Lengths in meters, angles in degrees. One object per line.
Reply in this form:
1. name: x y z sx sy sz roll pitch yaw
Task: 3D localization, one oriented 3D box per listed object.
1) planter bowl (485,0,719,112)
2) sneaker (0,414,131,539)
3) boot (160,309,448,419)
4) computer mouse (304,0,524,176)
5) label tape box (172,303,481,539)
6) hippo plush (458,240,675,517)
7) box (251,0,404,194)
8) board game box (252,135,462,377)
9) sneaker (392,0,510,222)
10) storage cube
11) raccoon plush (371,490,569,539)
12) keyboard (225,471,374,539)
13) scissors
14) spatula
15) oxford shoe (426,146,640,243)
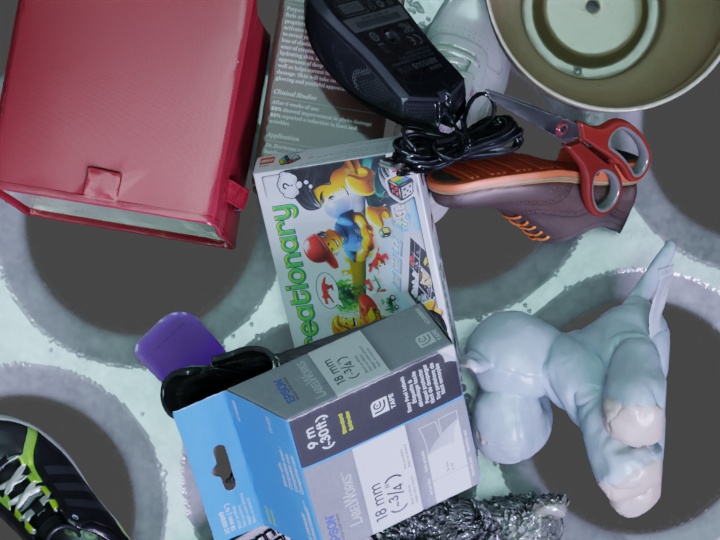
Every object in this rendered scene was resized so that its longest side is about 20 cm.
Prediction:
1. planter bowl: 0.190 -0.216 1.616 0.198 0.135 0.202 0 87 -2
2. sneaker: -0.236 0.186 1.604 0.200 0.083 0.072 43 86 1
3. boot: -0.039 0.079 1.538 0.199 0.131 0.070 -27 69 17
4. computer mouse: 0.019 -0.144 1.552 0.138 0.053 0.200 -16 62 -44
5. label tape box: -0.020 0.130 1.500 0.199 0.063 0.145 -24 130 -12
6. hippo plush: 0.155 0.089 1.585 0.159 0.159 0.202 4 106 9
7. box: -0.024 -0.154 1.637 0.099 0.075 0.202 10 88 -1
8. board game box: 0.000 0.000 1.593 0.125 0.035 0.201 -8 115 11
9. sneaker: 0.072 -0.132 1.625 0.074 0.100 0.202 16 85 4
10. storage cube: -0.173 -0.126 1.574 0.198 0.171 0.181 10 85 3
11. raccoon plush: 0.071 0.176 1.598 0.134 0.097 0.200 -41 106 -9
12. keyboard: -0.043 0.185 1.628 0.199 0.021 0.128 -32 102 -6
13. scissors: 0.158 -0.109 1.547 0.014 0.200 0.073 32 84 45
14. spatula: -0.095 0.116 1.641 0.057 0.021 0.200 -44 95 -4
15. oxford shoe: 0.137 -0.053 1.607 0.199 0.071 0.073 -3 109 -30
